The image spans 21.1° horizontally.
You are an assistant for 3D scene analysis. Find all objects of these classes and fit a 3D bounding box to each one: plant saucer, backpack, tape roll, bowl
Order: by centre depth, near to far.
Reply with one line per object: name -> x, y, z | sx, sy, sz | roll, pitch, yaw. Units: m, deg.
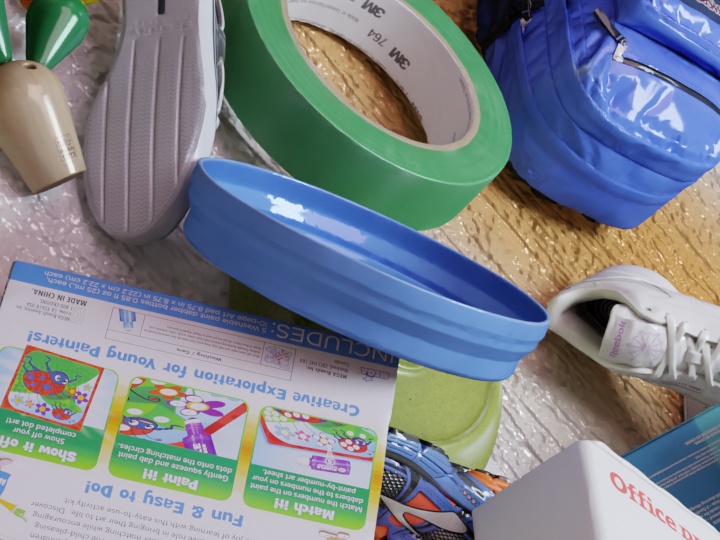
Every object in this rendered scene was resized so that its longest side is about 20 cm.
bowl -> 0.000, 0.000, 1.000 | 0.200, 0.039, 0.201 | 24, 8, -4
plant saucer -> 0.014, 0.039, 1.120 | 0.200, 0.031, 0.200 | 25, 47, -31
tape roll -> 0.001, -0.117, 1.184 | 0.200, 0.048, 0.201 | 27, 37, -23
backpack -> 0.169, -0.144, 1.304 | 0.162, 0.168, 0.200 | 21, 52, -24

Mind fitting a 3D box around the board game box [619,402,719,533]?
board game box -> 0.209, 0.190, 1.119 | 0.151, 0.047, 0.200 | -27, 80, -5

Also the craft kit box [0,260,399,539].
craft kit box -> -0.089, 0.100, 0.900 | 0.200, 0.049, 0.198 | 13, 46, -4

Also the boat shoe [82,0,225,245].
boat shoe -> -0.102, -0.101, 1.075 | 0.071, 0.072, 0.200 | 54, 40, -62

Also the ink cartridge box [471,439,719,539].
ink cartridge box -> 0.137, 0.205, 0.960 | 0.144, 0.084, 0.200 | 37, 32, -31

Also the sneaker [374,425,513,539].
sneaker -> 0.020, 0.128, 1.023 | 0.200, 0.075, 0.079 | 26, 80, -24

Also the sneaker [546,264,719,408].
sneaker -> 0.204, 0.056, 1.200 | 0.200, 0.075, 0.100 | 21, 17, 34

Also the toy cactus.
toy cactus -> -0.184, -0.124, 1.010 | 0.200, 0.102, 0.165 | -28, 93, -59

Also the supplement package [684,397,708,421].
supplement package -> 0.322, 0.156, 1.272 | 0.200, 0.111, 0.156 | 29, 45, -28
